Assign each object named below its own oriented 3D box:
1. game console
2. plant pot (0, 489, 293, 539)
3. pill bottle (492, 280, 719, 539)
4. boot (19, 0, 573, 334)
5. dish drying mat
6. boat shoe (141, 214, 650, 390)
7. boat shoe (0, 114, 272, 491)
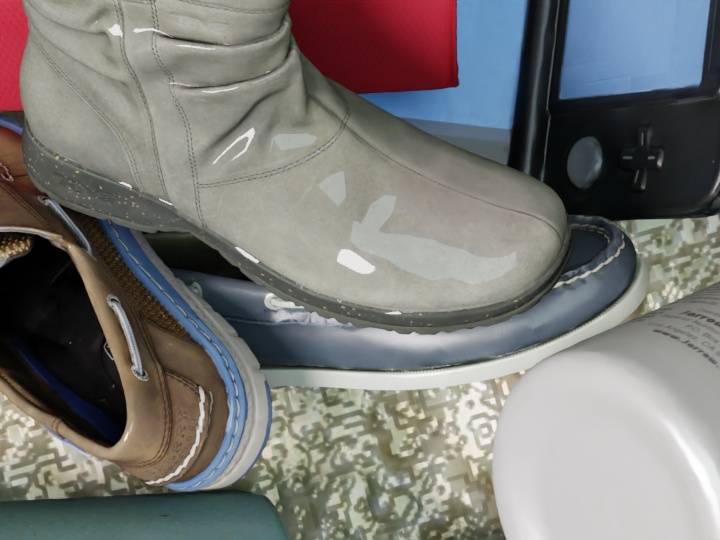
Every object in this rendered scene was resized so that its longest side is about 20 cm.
[{"bbox_3d":[0.053,-0.123,0.996,0.118,0.171,0.201,9,85,-31],"label":"game console"},{"bbox_3d":[-0.117,0.158,0.928,0.195,0.200,0.201,-8,86,-14],"label":"plant pot"},{"bbox_3d":[0.152,0.054,0.957,0.200,0.114,0.115,-21,87,-37],"label":"pill bottle"},{"bbox_3d":[-0.026,-0.056,0.884,0.199,0.131,0.068,16,54,9],"label":"boot"},{"bbox_3d":[-0.066,-0.083,0.958,0.199,0.077,0.018,-3,62,1],"label":"dish drying mat"},{"bbox_3d":[0.000,0.000,0.974,0.199,0.075,0.062,-5,116,22],"label":"boat shoe"},{"bbox_3d":[-0.115,0.000,0.950,0.200,0.072,0.072,36,105,31],"label":"boat shoe"}]
